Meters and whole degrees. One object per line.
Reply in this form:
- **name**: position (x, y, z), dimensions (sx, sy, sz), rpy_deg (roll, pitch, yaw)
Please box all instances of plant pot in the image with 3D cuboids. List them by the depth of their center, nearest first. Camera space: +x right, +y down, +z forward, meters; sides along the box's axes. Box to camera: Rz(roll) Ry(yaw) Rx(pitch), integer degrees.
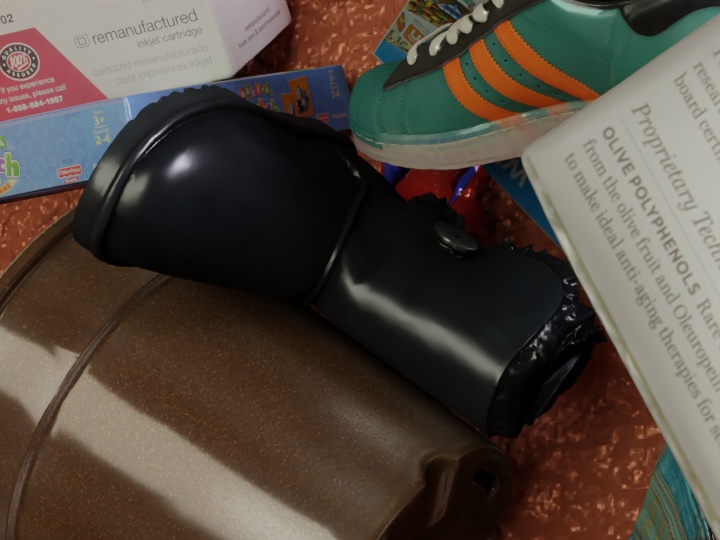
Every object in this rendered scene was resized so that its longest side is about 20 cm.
- **plant pot**: position (-0.055, 0.095, 1.018), dimensions (0.198, 0.200, 0.201), rpy_deg (31, 93, 25)

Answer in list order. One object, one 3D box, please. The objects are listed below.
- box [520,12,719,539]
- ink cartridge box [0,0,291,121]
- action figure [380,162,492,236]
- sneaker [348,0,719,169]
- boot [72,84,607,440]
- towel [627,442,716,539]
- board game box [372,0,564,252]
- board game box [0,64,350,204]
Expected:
- **box**: position (0.197, 0.013, 0.787), dimensions (0.171, 0.199, 0.201), rpy_deg (-35, 65, 18)
- **ink cartridge box**: position (-0.138, -0.184, 1.127), dimensions (0.145, 0.083, 0.201), rpy_deg (-10, 110, 24)
- **action figure**: position (0.043, -0.076, 1.081), dimensions (0.065, 0.052, 0.202), rpy_deg (3, 78, 34)
- **sneaker**: position (0.072, -0.090, 0.910), dimensions (0.199, 0.071, 0.080), rpy_deg (-5, 112, 39)
- **boot**: position (0.000, 0.000, 0.948), dimensions (0.168, 0.200, 0.077), rpy_deg (34, 106, 22)
- **towel**: position (0.129, 0.145, 0.894), dimensions (0.022, 0.200, 0.148), rpy_deg (-9, 69, -3)
- **board game box**: position (0.112, -0.109, 0.958), dimensions (0.148, 0.064, 0.200), rpy_deg (46, 138, 8)
- **board game box**: position (-0.113, -0.058, 1.078), dimensions (0.150, 0.200, 0.037), rpy_deg (-9, 95, 27)
